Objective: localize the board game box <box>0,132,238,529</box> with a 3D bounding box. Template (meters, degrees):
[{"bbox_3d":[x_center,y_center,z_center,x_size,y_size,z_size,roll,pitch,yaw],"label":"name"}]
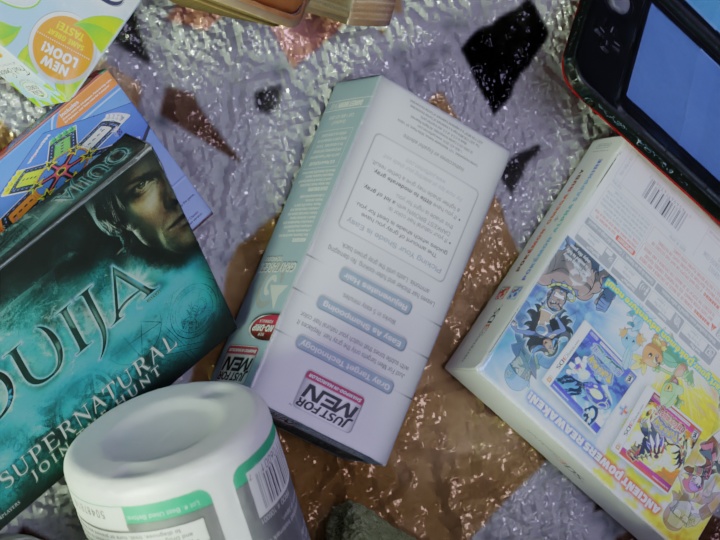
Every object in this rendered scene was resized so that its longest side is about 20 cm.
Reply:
[{"bbox_3d":[-0.165,0.039,1.094,0.200,0.028,0.135,-42,132,-23],"label":"board game box"}]

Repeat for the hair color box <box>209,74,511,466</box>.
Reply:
[{"bbox_3d":[0.000,0.000,1.194,0.099,0.061,0.200,28,76,-25],"label":"hair color box"}]

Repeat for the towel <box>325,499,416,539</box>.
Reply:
[{"bbox_3d":[0.044,0.215,1.155,0.148,0.200,0.036,36,106,-23],"label":"towel"}]

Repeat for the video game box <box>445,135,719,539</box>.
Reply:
[{"bbox_3d":[0.175,0.049,1.298,0.200,0.047,0.182,42,69,-22],"label":"video game box"}]

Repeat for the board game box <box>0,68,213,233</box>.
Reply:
[{"bbox_3d":[-0.181,-0.007,1.118,0.200,0.019,0.103,-43,111,-21],"label":"board game box"}]

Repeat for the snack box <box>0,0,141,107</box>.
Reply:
[{"bbox_3d":[-0.160,-0.209,1.109,0.142,0.053,0.200,40,71,-22],"label":"snack box"}]

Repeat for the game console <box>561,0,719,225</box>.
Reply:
[{"bbox_3d":[0.243,-0.138,1.286,0.200,0.119,0.173,39,48,-23],"label":"game console"}]

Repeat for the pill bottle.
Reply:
[{"bbox_3d":[-0.077,0.170,1.111,0.113,0.113,0.200,-27,114,-26],"label":"pill bottle"}]

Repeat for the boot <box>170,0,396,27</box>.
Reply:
[{"bbox_3d":[-0.038,-0.214,1.133,0.200,0.074,0.155,-11,113,-56],"label":"boot"}]

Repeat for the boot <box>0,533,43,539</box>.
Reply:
[{"bbox_3d":[-0.214,0.202,1.031,0.200,0.144,0.072,-31,106,-23],"label":"boot"}]
